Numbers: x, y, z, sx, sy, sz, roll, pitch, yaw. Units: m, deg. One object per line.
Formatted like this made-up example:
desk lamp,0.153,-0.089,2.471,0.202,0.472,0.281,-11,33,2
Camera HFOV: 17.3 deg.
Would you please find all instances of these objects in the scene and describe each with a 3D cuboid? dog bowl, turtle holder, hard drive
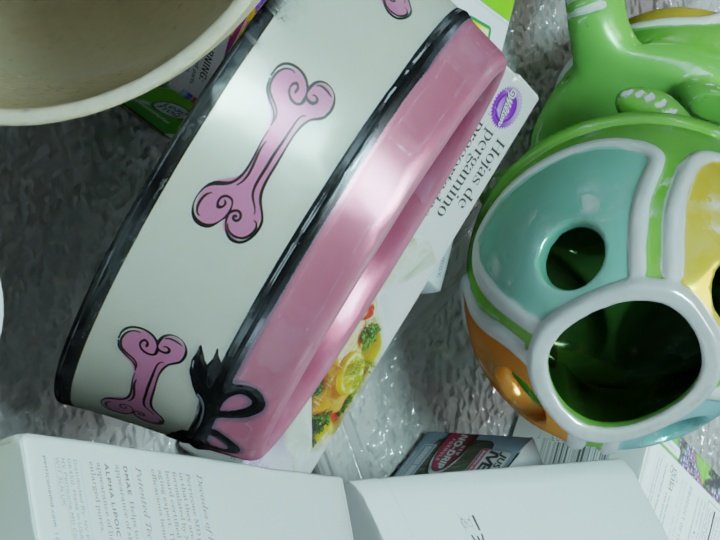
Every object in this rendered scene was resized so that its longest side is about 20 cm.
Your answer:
dog bowl,-0.022,-0.022,0.822,0.200,0.074,0.200,-58,177,-4
turtle holder,0.135,0.009,1.022,0.132,0.185,0.141,-73,159,-64
hard drive,0.077,0.143,0.978,0.200,0.027,0.132,1,57,-52
turtle holder,0.144,-0.069,1.146,0.185,0.141,0.132,35,35,-4

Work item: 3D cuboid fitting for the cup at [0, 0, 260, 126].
cup,-0.093,-0.151,0.785,0.143,0.200,0.201,-24,111,-75

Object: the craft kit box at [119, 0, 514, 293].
craft kit box,-0.010,-0.119,0.996,0.197,0.048,0.201,37,61,-50

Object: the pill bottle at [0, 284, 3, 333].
pill bottle,-0.202,0.044,0.682,0.200,0.112,0.112,-48,127,-41

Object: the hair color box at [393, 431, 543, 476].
hair color box,0.062,0.183,1.078,0.099,0.060,0.200,-48,127,-42

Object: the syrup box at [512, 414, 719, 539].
syrup box,0.148,0.148,1.177,0.200,0.079,0.082,42,58,-45

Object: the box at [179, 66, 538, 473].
box,0.000,0.000,0.955,0.039,0.041,0.200,37,82,-47

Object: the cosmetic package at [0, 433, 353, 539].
cosmetic package,-0.091,0.113,0.801,0.200,0.113,0.081,15,60,-62
